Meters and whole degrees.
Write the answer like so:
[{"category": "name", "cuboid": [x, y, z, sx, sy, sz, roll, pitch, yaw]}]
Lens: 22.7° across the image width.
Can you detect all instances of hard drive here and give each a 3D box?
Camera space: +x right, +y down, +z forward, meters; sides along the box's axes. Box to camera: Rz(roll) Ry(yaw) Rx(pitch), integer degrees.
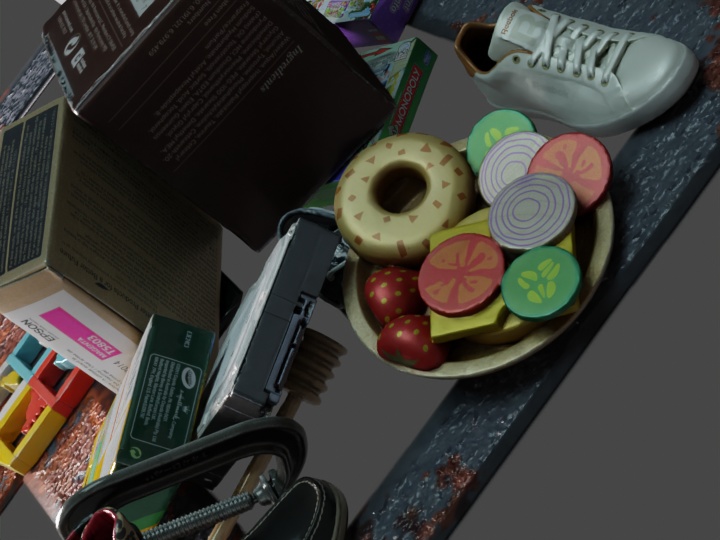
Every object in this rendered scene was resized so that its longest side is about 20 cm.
[{"category": "hard drive", "cuboid": [-0.076, 0.063, 1.262, 0.200, 0.038, 0.140, 129, 163, -63]}]

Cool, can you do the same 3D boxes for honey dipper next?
[{"category": "honey dipper", "cuboid": [-0.071, 0.136, 1.277, 0.038, 0.038, 0.200, 18, 78, 56]}]

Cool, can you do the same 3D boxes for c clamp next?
[{"category": "c clamp", "cuboid": [-0.123, 0.160, 1.203, 0.199, 0.171, 0.027, -24, 57, -2]}]

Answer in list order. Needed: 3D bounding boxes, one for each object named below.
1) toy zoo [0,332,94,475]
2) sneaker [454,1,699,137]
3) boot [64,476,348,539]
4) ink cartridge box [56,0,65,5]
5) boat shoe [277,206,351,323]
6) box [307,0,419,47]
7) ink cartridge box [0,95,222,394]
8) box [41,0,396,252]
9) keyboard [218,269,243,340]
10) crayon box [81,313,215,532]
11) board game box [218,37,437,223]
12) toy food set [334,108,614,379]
[{"category": "toy zoo", "cuboid": [-0.283, 0.098, 1.582, 0.200, 0.020, 0.131, -55, 33, -4]}, {"category": "sneaker", "cuboid": [0.138, -0.143, 1.235, 0.200, 0.085, 0.073, 5, 61, 51]}, {"category": "boot", "cuboid": [-0.110, 0.196, 1.155, 0.200, 0.150, 0.073, -53, 33, -4]}, {"category": "ink cartridge box", "cuboid": [-0.173, -0.292, 1.702, 0.200, 0.145, 0.145, -54, 33, -3]}, {"category": "boat shoe", "cuboid": [0.000, 0.000, 1.282, 0.072, 0.068, 0.200, -52, 33, 0]}, {"category": "box", "cuboid": [-0.012, -0.257, 1.568, 0.200, 0.039, 0.137, 4, 63, 53]}, {"category": "ink cartridge box", "cuboid": [-0.193, -0.008, 1.371, 0.075, 0.200, 0.165, -21, 48, 26]}, {"category": "box", "cuboid": [-0.113, -0.158, 1.397, 0.164, 0.200, 0.166, -46, 32, 9]}, {"category": "keyboard", "cuboid": [-0.178, 0.028, 1.498, 0.127, 0.021, 0.200, -47, 40, -2]}, {"category": "crayon box", "cuboid": [-0.165, 0.138, 1.320, 0.200, 0.051, 0.126, 123, 161, -53]}, {"category": "board game box", "cuboid": [-0.034, -0.110, 1.466, 0.200, 0.029, 0.135, -10, 51, 46]}, {"category": "toy food set", "cuboid": [0.075, -0.020, 1.182, 0.197, 0.049, 0.201, -14, 51, 20]}]
